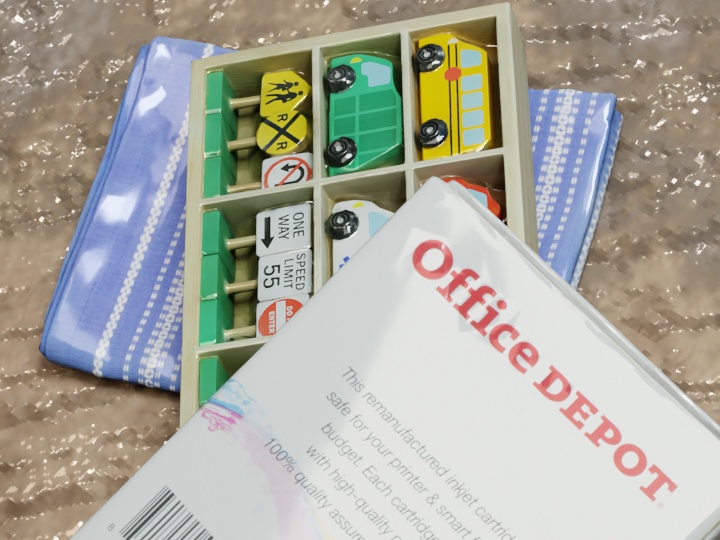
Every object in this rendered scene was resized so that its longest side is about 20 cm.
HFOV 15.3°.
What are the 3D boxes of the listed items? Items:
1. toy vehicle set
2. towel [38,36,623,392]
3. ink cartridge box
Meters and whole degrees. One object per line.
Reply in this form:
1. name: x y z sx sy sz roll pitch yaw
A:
1. toy vehicle set: 0.000 0.000 0.942 0.124 0.027 0.200 -10 54 13
2. towel: -0.014 -0.016 0.994 0.200 0.024 0.145 9 67 23
3. ink cartridge box: 0.012 0.096 0.817 0.200 0.083 0.146 -45 64 -1
